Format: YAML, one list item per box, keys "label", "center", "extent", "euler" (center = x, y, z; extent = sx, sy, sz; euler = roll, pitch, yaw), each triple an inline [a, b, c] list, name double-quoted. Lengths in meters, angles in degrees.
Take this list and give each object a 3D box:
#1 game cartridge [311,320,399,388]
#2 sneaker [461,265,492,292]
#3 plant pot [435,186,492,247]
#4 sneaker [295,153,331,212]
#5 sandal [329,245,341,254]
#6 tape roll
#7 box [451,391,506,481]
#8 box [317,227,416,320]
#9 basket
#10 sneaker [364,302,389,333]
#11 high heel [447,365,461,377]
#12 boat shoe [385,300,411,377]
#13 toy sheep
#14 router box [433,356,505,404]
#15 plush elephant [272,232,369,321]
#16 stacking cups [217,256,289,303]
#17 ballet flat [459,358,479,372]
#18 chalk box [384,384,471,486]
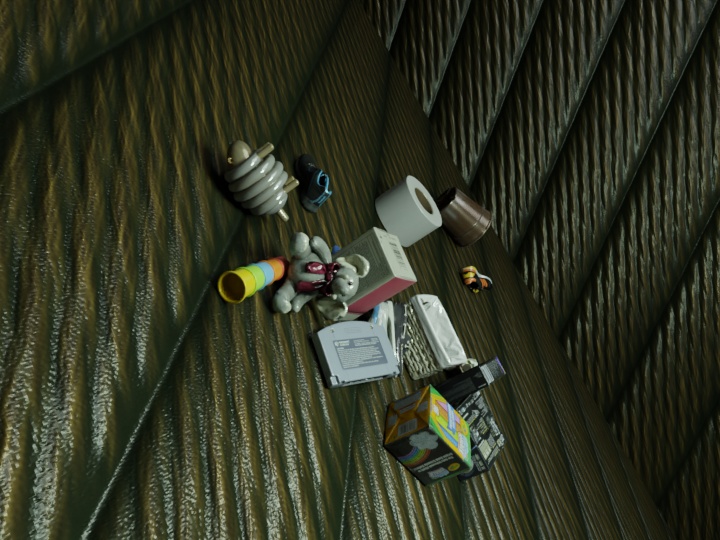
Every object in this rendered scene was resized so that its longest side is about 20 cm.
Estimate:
- label: "game cartridge"
  center: [-0.010, 0.175, 1.161]
  extent: [0.199, 0.042, 0.134]
  euler: [1, 55, -43]
- label: "sneaker"
  center: [0.474, 0.058, 2.200]
  extent: [0.200, 0.070, 0.090]
  euler: [32, 50, -42]
- label: "plant pot"
  center: [0.419, -0.236, 2.300]
  extent: [0.198, 0.200, 0.201]
  euler: [38, 30, -19]
- label: "sneaker"
  center: [-0.119, -0.245, 1.441]
  extent: [0.073, 0.082, 0.201]
  euler: [28, 37, -44]
- label: "sandal"
  center: [0.000, 0.000, 1.373]
  extent: [0.200, 0.087, 0.080]
  euler: [40, 32, -29]
- label: "tape roll"
  center: [0.162, -0.199, 1.831]
  extent: [0.203, 0.139, 0.203]
  euler: [43, 28, -30]
- label: "box"
  center: [0.283, 0.418, 1.402]
  extent: [0.164, 0.086, 0.200]
  euler: [61, 26, 9]
- label: "box"
  center: [0.004, 0.013, 1.227]
  extent: [0.109, 0.200, 0.128]
  euler: [12, 50, -57]
- label: "basket"
  center: [0.171, 0.179, 1.431]
  extent: [0.135, 0.123, 0.201]
  euler: [8, 53, -58]
- label: "sneaker"
  center: [0.035, 0.162, 1.288]
  extent: [0.072, 0.072, 0.201]
  euler: [4, 55, -8]
- label: "high heel"
  center: [0.249, 0.245, 1.567]
  extent: [0.200, 0.067, 0.096]
  euler: [58, 26, -28]
- label: "boat shoe"
  center: [0.096, 0.167, 1.337]
  extent: [0.060, 0.074, 0.201]
  euler: [2, 54, -9]
- label: "toy sheep"
  center: [-0.212, -0.187, 1.151]
  extent: [0.200, 0.137, 0.138]
  euler: [54, 25, -21]
- label: "router box"
  center: [0.248, 0.290, 1.352]
  extent: [0.157, 0.200, 0.052]
  euler: [-2, 63, -61]
- label: "plush elephant"
  center: [-0.072, 0.020, 1.117]
  extent: [0.154, 0.165, 0.200]
  euler: [19, 5, 5]
- label: "stacking cups"
  center: [-0.191, 0.009, 1.042]
  extent: [0.061, 0.060, 0.200]
  euler: [58, 25, 1]
- label: "ballet flat"
  center: [0.316, 0.281, 1.510]
  extent: [0.068, 0.068, 0.200]
  euler: [46, 0, 6]
- label: "chalk box"
  center: [0.162, 0.376, 1.191]
  extent: [0.200, 0.125, 0.124]
  euler: [48, 27, -22]
